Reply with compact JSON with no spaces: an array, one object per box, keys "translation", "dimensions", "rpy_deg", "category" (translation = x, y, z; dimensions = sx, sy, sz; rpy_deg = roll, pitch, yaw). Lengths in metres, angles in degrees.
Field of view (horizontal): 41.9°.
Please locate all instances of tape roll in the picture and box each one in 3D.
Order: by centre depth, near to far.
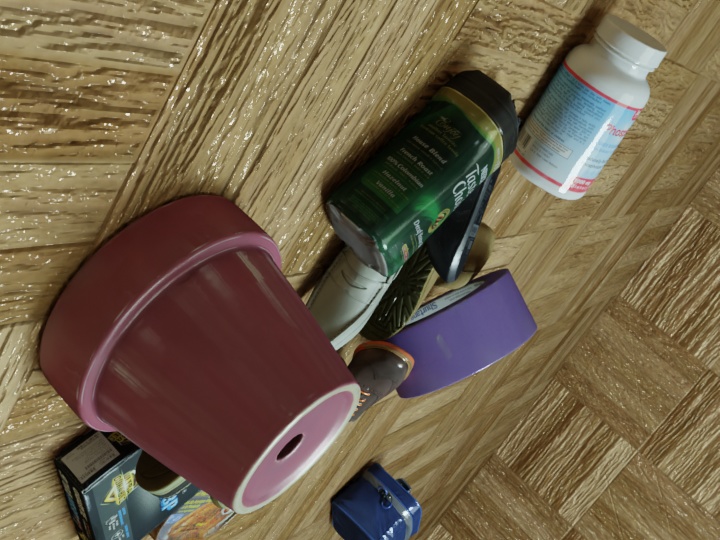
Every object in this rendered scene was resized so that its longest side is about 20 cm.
[{"translation":[0.118,0.079,1.199],"dimensions":[0.199,0.085,0.200],"rpy_deg":[-27,-179,0],"category":"tape roll"}]

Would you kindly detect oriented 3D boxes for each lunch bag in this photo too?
[{"translation":[0.035,0.451,1.757],"dimensions":[0.132,0.136,0.200],"rpy_deg":[-40,157,-24],"category":"lunch bag"}]

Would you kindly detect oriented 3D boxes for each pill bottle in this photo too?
[{"translation":[0.268,-0.192,1.108],"dimensions":[0.108,0.109,0.201],"rpy_deg":[-19,145,-54],"category":"pill bottle"}]

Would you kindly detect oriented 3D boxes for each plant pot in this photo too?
[{"translation":[-0.105,0.074,0.708],"dimensions":[0.200,0.179,0.200],"rpy_deg":[-42,160,-19],"category":"plant pot"}]

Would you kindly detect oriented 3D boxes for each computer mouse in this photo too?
[{"translation":[0.114,-0.087,1.022],"dimensions":[0.138,0.052,0.201],"rpy_deg":[21,91,-80],"category":"computer mouse"}]

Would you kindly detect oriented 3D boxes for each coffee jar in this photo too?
[{"translation":[0.064,-0.094,0.893],"dimensions":[0.200,0.085,0.104],"rpy_deg":[-45,160,-11],"category":"coffee jar"}]

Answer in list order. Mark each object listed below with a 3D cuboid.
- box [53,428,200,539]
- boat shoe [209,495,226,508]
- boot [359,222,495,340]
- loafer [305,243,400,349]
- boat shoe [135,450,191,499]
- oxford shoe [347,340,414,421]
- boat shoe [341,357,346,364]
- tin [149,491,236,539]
[{"translation":[-0.204,0.187,0.901],"dimensions":[0.159,0.046,0.201],"rpy_deg":[-37,157,-30],"category":"box"},{"translation":[-0.087,0.160,0.979],"dimensions":[0.073,0.064,0.201],"rpy_deg":[65,41,-51],"category":"boat shoe"},{"translation":[0.088,0.012,1.171],"dimensions":[0.176,0.066,0.200],"rpy_deg":[-52,162,13],"category":"boot"},{"translation":[0.000,0.000,0.958],"dimensions":[0.201,0.070,0.070],"rpy_deg":[-55,167,-10],"category":"loafer"},{"translation":[-0.109,0.126,0.826],"dimensions":[0.201,0.071,0.066],"rpy_deg":[-49,136,-25],"category":"boat shoe"},{"translation":[0.003,0.145,1.135],"dimensions":[0.200,0.071,0.073],"rpy_deg":[-47,-166,55],"category":"oxford shoe"},{"translation":[-0.090,0.169,1.075],"dimensions":[0.200,0.072,0.072],"rpy_deg":[-46,170,-42],"category":"boat shoe"},{"translation":[-0.185,0.268,1.106],"dimensions":[0.112,0.042,0.200],"rpy_deg":[-46,160,3],"category":"tin"}]
